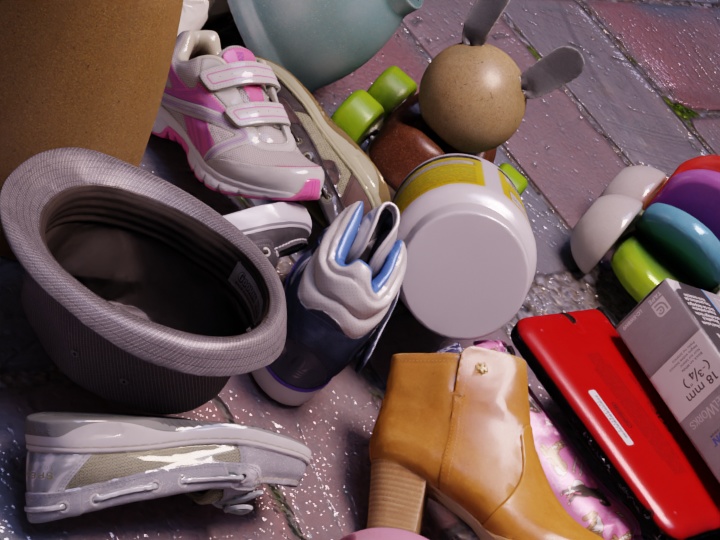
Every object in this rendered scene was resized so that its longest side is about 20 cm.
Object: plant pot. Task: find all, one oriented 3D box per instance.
[{"bbox_3d":[-0.025,-0.262,1.494,0.200,0.133,0.202,-15,90,-71],"label":"plant pot"},{"bbox_3d":[-0.204,-0.139,1.175,0.185,0.200,0.187,27,34,-20],"label":"plant pot"}]

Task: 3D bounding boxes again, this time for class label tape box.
[{"bbox_3d":[0.294,0.109,1.290,0.144,0.063,0.201,15,36,-47],"label":"label tape box"}]

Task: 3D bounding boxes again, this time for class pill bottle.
[{"bbox_3d":[0.077,-0.019,1.342,0.114,0.115,0.200,35,12,-6],"label":"pill bottle"}]

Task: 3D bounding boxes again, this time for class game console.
[{"bbox_3d":[0.189,0.140,1.307,0.171,0.119,0.201,-5,51,-47],"label":"game console"}]

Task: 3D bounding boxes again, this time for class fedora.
[{"bbox_3d":[-0.146,0.019,1.102,0.199,0.091,0.177,28,31,-3],"label":"fedora"}]

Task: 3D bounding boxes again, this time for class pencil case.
[{"bbox_3d":[0.118,0.143,1.252,0.082,0.087,0.201,-22,66,-33],"label":"pencil case"}]

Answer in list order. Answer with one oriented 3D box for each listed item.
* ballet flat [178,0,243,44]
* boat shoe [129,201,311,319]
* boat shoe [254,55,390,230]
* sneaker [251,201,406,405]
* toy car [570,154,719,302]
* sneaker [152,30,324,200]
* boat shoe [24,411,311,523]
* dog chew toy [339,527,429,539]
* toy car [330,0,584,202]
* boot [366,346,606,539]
[{"bbox_3d":[-0.145,-0.218,1.462,0.068,0.069,0.200,43,32,8],"label":"ballet flat"},{"bbox_3d":[-0.096,-0.002,1.245,0.199,0.070,0.067,-12,77,-57],"label":"boat shoe"},{"bbox_3d":[-0.058,-0.099,1.399,0.066,0.072,0.201,-30,58,-26],"label":"boat shoe"},{"bbox_3d":[0.000,0.000,1.257,0.080,0.147,0.200,37,31,-2],"label":"sneaker"},{"bbox_3d":[0.304,-0.033,1.614,0.175,0.150,0.200,42,31,4],"label":"toy car"},{"bbox_3d":[-0.097,-0.120,1.325,0.200,0.089,0.081,38,26,32],"label":"sneaker"},{"bbox_3d":[-0.116,0.122,1.065,0.201,0.074,0.065,9,85,-44],"label":"boat shoe"},{"bbox_3d":[0.045,0.246,1.022,0.200,0.124,0.125,44,31,-6],"label":"dog chew toy"},{"bbox_3d":[0.097,-0.147,1.495,0.164,0.200,0.158,41,31,4],"label":"toy car"},{"bbox_3d":[0.105,0.129,1.183,0.199,0.071,0.145,12,66,4],"label":"boot"}]
